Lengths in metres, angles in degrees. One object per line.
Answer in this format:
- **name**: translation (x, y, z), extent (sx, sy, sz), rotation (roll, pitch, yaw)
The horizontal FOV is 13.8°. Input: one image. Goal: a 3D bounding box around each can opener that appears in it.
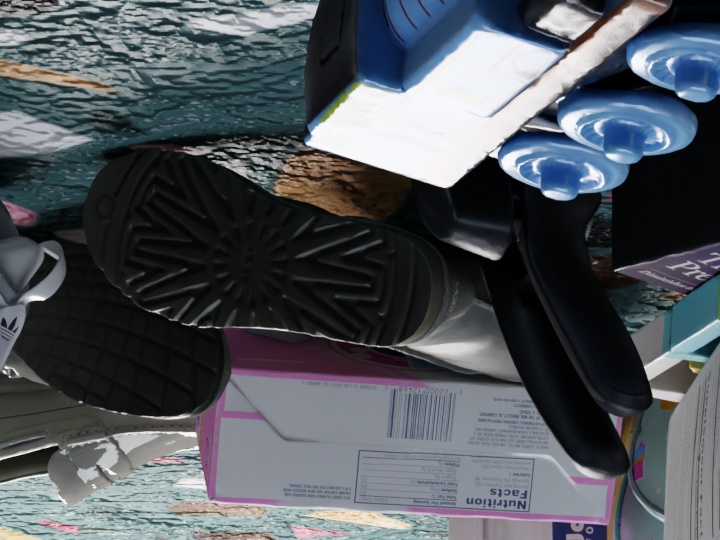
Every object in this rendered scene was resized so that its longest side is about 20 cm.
- **can opener**: translation (0.071, 0.017, 1.141), extent (0.079, 0.200, 0.063), rotation (0, 123, -15)

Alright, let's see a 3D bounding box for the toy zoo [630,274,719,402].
- **toy zoo**: translation (0.182, 0.031, 1.167), extent (0.131, 0.020, 0.200), rotation (7, 164, -12)

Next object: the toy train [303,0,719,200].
- **toy train**: translation (0.059, -0.084, 0.961), extent (0.114, 0.087, 0.200), rotation (14, 160, -16)

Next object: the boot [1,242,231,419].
- **boot**: translation (-0.115, 0.029, 1.354), extent (0.200, 0.068, 0.131), rotation (15, 175, 33)

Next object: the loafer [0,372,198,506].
- **loafer**: translation (-0.145, 0.091, 1.571), extent (0.200, 0.070, 0.070), rotation (-3, 162, 16)

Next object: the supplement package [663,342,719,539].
- **supplement package**: translation (0.184, 0.089, 1.127), extent (0.114, 0.110, 0.200), rotation (4, 165, -2)

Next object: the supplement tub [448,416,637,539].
- **supplement tub**: translation (0.156, 0.145, 1.584), extent (0.200, 0.145, 0.144), rotation (-3, 162, 15)

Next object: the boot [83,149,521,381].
- **boot**: translation (-0.002, 0.002, 1.283), extent (0.182, 0.073, 0.200), rotation (21, -172, 22)

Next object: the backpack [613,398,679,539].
- **backpack**: translation (0.207, 0.088, 1.353), extent (0.153, 0.176, 0.200), rotation (32, 151, -27)

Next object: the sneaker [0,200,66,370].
- **sneaker**: translation (-0.219, -0.007, 1.266), extent (0.200, 0.115, 0.075), rotation (33, 174, 23)

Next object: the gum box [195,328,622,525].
- **gum box**: translation (0.026, 0.068, 1.405), extent (0.200, 0.066, 0.114), rotation (4, -167, -7)

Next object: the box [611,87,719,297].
- **box**: translation (0.214, -0.025, 1.145), extent (0.200, 0.079, 0.141), rotation (17, 155, -39)
